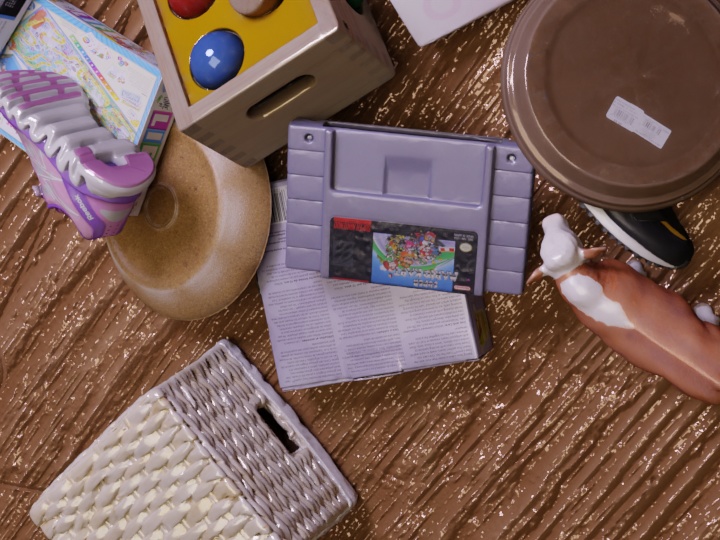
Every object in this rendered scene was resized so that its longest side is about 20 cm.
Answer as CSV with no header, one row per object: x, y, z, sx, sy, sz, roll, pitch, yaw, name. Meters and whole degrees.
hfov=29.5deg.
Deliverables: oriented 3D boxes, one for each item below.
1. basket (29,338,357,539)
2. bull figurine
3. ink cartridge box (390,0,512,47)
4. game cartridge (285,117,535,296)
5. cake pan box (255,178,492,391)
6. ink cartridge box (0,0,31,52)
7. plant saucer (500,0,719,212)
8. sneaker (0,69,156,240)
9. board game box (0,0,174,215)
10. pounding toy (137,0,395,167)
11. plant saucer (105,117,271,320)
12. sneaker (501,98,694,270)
-0.151,0.206,1.212,0.200,0.161,0.198,-42,84,22,basket
0.217,0.031,1.071,0.200,0.121,0.065,41,109,9,bull figurine
0.068,-0.296,1.069,0.162,0.057,0.200,-24,122,22,ink cartridge box
0.038,-0.049,1.102,0.199,0.038,0.130,6,108,10,game cartridge
0.000,0.000,1.183,0.199,0.052,0.185,-12,92,21,cake pan box
-0.382,-0.291,1.259,0.200,0.039,0.100,44,112,21,ink cartridge box
0.207,-0.145,1.049,0.199,0.029,0.201,0,84,-4,plant saucer
-0.255,-0.097,1.167,0.200,0.080,0.089,44,132,30,sneaker
-0.252,-0.154,1.226,0.200,0.034,0.135,34,109,30,board game box
-0.077,-0.226,1.102,0.199,0.142,0.185,-30,64,19,pounding toy
-0.166,-0.055,1.209,0.199,0.035,0.201,1,91,35,plant saucer
0.205,-0.093,1.082,0.200,0.070,0.090,48,114,9,sneaker
